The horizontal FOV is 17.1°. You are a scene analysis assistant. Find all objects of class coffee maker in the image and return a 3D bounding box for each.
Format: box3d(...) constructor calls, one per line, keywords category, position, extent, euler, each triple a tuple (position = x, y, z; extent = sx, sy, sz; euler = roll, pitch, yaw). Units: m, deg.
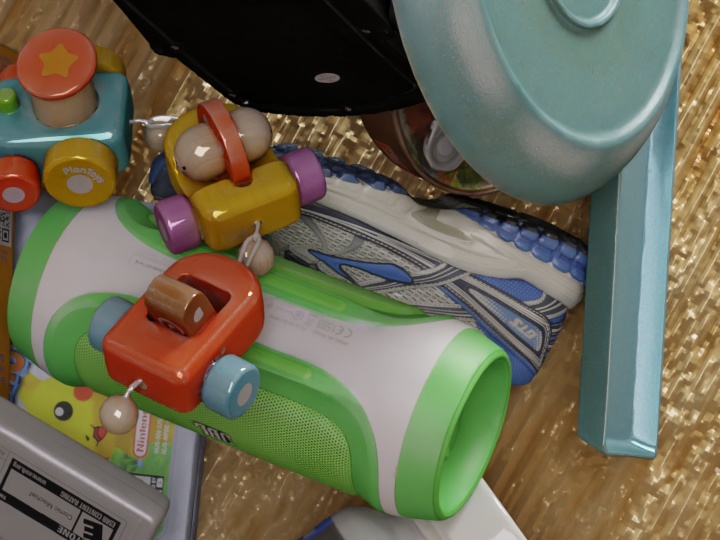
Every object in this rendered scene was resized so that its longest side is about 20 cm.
box3d(category="coffee maker", position=(-0.021, -0.188, 0.938), extent=(0.134, 0.192, 0.201), euler=(7, 69, 11))

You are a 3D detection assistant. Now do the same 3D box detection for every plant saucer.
box3d(category="plant saucer", position=(0.118, -0.019, 1.051), extent=(0.019, 0.070, 0.201), euler=(1, 85, 27))
box3d(category="plant saucer", position=(0.080, -0.127, 0.958), extent=(0.027, 0.200, 0.202), euler=(-4, 84, 39))

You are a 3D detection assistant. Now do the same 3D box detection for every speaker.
box3d(category="speaker", position=(-0.042, 0.034, 0.984), extent=(0.199, 0.088, 0.089), euler=(20, 86, 19))

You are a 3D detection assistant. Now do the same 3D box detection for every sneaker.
box3d(category="sneaker", position=(0.000, 0.000, 1.038), extent=(0.199, 0.077, 0.086), euler=(17, 96, -7))

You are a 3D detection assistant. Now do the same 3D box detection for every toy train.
box3d(category="toy train", position=(-0.100, -0.029, 0.944), extent=(0.199, 0.056, 0.150), euler=(29, 56, 27))

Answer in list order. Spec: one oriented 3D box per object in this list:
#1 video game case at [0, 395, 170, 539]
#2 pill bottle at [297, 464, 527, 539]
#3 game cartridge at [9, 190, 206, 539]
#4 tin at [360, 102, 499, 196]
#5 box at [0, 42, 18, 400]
box3d(category="video game case", position=(-0.198, 0.112, 1.015), extent=(0.199, 0.022, 0.183), euler=(30, 123, 3))
box3d(category="pill bottle", position=(-0.011, 0.172, 1.012), extent=(0.200, 0.114, 0.114), euler=(-37, 85, -2))
box3d(category="game cartridge", position=(-0.133, 0.066, 1.064), extent=(0.132, 0.040, 0.201), euler=(5, 86, 6))
box3d(category="tin", position=(0.069, -0.129, 1.042), extent=(0.112, 0.042, 0.201), euler=(32, 85, -38))
box3d(category="box", position=(-0.210, 0.002, 1.043), extent=(0.118, 0.041, 0.201), euler=(-4, 78, 22))
